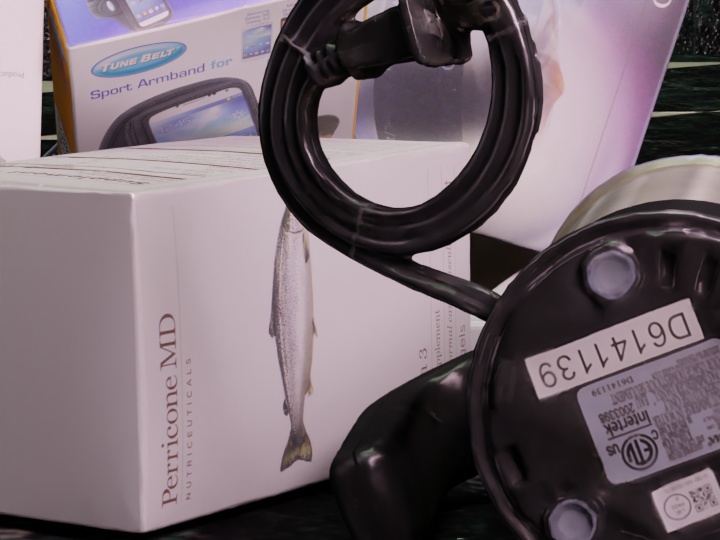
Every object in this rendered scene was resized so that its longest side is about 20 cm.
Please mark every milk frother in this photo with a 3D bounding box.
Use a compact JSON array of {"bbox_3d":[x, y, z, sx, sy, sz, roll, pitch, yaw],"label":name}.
[{"bbox_3d":[0.070,-0.011,0.898,0.180,0.201,0.188,-4,7,10],"label":"milk frother"}]

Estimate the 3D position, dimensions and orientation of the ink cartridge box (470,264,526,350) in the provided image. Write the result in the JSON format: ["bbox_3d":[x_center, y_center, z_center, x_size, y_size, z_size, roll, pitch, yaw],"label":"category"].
[{"bbox_3d":[0.137,0.028,1.176,0.173,0.044,0.200,2,8,13],"label":"ink cartridge box"}]

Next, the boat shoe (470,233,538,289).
[{"bbox_3d":[0.000,0.000,1.327,0.199,0.067,0.057,3,-33,-6],"label":"boat shoe"}]

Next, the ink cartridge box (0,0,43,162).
[{"bbox_3d":[-0.187,-0.032,1.084,0.084,0.201,0.146,-2,8,-29],"label":"ink cartridge box"}]

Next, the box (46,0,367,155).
[{"bbox_3d":[-0.061,-0.074,1.109,0.119,0.042,0.200,-14,-24,-10],"label":"box"}]

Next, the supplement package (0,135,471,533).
[{"bbox_3d":[-0.059,0.016,1.010,0.117,0.117,0.200,5,10,36],"label":"supplement package"}]

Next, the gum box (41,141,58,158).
[{"bbox_3d":[-0.092,-0.049,1.441,0.170,0.045,0.200,-40,-14,31],"label":"gum box"}]

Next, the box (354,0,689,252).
[{"bbox_3d":[0.042,-0.131,1.257,0.198,0.201,0.123,16,14,-6],"label":"box"}]
